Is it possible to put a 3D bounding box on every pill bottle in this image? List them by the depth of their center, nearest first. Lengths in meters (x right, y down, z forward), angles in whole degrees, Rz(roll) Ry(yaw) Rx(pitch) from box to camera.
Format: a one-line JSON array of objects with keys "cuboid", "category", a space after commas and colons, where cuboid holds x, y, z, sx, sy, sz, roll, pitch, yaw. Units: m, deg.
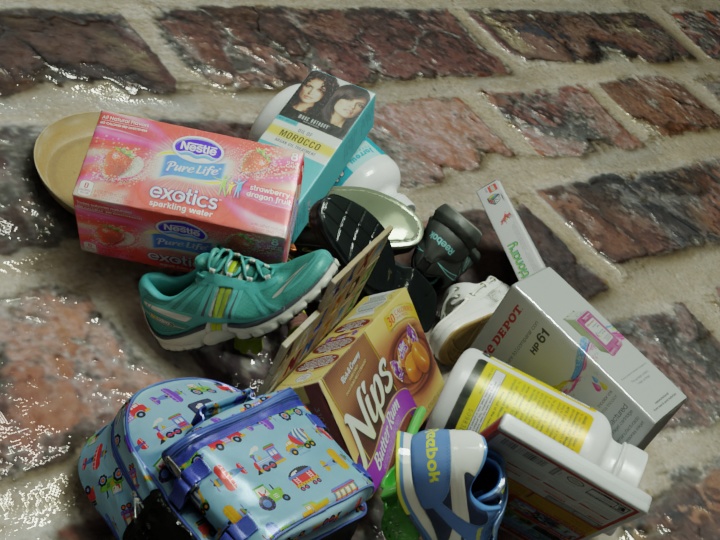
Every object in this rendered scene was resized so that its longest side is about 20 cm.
[{"cuboid": [0.166, 0.166, 1.125, 0.198, 0.114, 0.112, 27, 32, 12], "category": "pill bottle"}, {"cuboid": [-0.029, -0.113, 1.358, 0.200, 0.112, 0.110, 43, 35, 17], "category": "pill bottle"}]

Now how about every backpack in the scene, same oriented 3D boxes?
[{"cuboid": [-0.112, 0.159, 0.919, 0.181, 0.136, 0.200, -11, 49, -47], "category": "backpack"}]

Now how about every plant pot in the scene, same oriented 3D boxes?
[{"cuboid": [-0.240, -0.096, 1.225, 0.197, 0.028, 0.202, 15, 36, -11], "category": "plant pot"}]

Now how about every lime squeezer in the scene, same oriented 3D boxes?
[{"cuboid": [0.047, 0.200, 1.023, 0.070, 0.038, 0.203, 18, 51, -32], "category": "lime squeezer"}]

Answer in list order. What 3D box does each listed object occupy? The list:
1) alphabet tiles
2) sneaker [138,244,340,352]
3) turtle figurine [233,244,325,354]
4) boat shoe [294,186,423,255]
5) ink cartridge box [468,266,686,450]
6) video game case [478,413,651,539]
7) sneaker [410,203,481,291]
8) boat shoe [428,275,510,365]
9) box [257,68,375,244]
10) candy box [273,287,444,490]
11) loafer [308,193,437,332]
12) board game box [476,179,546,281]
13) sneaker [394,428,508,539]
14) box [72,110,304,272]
[{"cuboid": [-0.041, 0.060, 1.071, 0.007, 0.169, 0.200, 32, 33, 8], "category": "alphabet tiles"}, {"cuboid": [-0.113, 0.016, 1.050, 0.081, 0.197, 0.078, 66, 23, -20], "category": "sneaker"}, {"cuboid": [-0.084, 0.013, 1.192, 0.197, 0.065, 0.163, 15, 37, -24], "category": "turtle figurine"}, {"cuboid": [-0.032, -0.050, 1.274, 0.197, 0.061, 0.073, 12, 55, 0], "category": "boat shoe"}, {"cuboid": [0.209, 0.119, 1.219, 0.200, 0.146, 0.084, 46, 37, 21], "category": "ink cartridge box"}, {"cuboid": [0.149, 0.193, 1.040, 0.141, 0.200, 0.018, 30, 62, -2], "category": "video game case"}, {"cuboid": [0.087, -0.019, 1.327, 0.075, 0.080, 0.200, 38, -4, 10], "category": "sneaker"}, {"cuboid": [0.116, 0.049, 1.310, 0.069, 0.071, 0.199, 41, 25, 16], "category": "boat shoe"}, {"cuboid": [-0.061, -0.124, 1.252, 0.081, 0.050, 0.201, 22, 53, 12], "category": "box"}, {"cuboid": [0.005, 0.111, 1.096, 0.200, 0.056, 0.118, -44, 115, -57], "category": "candy box"}, {"cuboid": [0.000, 0.000, 1.209, 0.201, 0.071, 0.074, 51, 49, -35], "category": "loafer"}, {"cuboid": [0.204, 0.000, 1.411, 0.127, 0.034, 0.202, 54, 12, -44], "category": "board game box"}, {"cuboid": [0.091, 0.199, 0.991, 0.201, 0.081, 0.075, 59, 21, -47], "category": "sneaker"}, {"cuboid": [-0.157, -0.065, 1.105, 0.196, 0.095, 0.104, 12, 58, -1], "category": "box"}]
